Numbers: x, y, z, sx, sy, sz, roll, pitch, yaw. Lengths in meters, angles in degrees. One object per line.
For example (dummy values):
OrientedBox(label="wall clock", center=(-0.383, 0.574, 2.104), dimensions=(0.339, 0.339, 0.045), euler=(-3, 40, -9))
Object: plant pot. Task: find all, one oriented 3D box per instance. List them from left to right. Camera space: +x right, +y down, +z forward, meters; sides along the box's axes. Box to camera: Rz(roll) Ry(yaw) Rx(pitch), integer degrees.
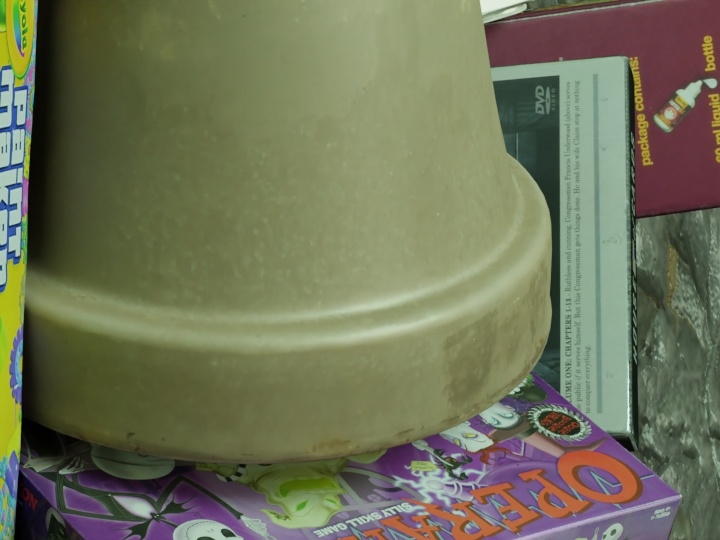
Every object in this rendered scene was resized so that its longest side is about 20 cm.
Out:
OrientedBox(label="plant pot", center=(-0.035, -0.062, 0.885), dimensions=(0.200, 0.200, 0.175), euler=(-41, 141, -53))

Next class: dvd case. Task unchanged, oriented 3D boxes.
OrientedBox(label="dvd case", center=(0.000, 0.000, 1.036), dimensions=(0.025, 0.199, 0.151), euler=(62, 27, -62))

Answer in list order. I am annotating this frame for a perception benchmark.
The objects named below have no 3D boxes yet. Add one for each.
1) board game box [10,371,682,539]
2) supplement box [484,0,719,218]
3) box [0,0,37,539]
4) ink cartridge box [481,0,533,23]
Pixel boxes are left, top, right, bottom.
OrientedBox(label="board game box", center=(-0.011, 0.066, 0.895), dimensions=(0.200, 0.120, 0.032), euler=(-11, 131, -38))
OrientedBox(label="supplement box", center=(0.062, -0.060, 1.136), dimensions=(0.110, 0.199, 0.086), euler=(-64, 146, -84))
OrientedBox(label="box", center=(-0.173, 0.003, 0.757), dimensions=(0.193, 0.122, 0.201), euler=(-26, 120, -76))
OrientedBox(label="ink cartridge box", center=(-0.021, -0.187, 1.076), dimensions=(0.084, 0.146, 0.200), euler=(-20, 107, -22))
